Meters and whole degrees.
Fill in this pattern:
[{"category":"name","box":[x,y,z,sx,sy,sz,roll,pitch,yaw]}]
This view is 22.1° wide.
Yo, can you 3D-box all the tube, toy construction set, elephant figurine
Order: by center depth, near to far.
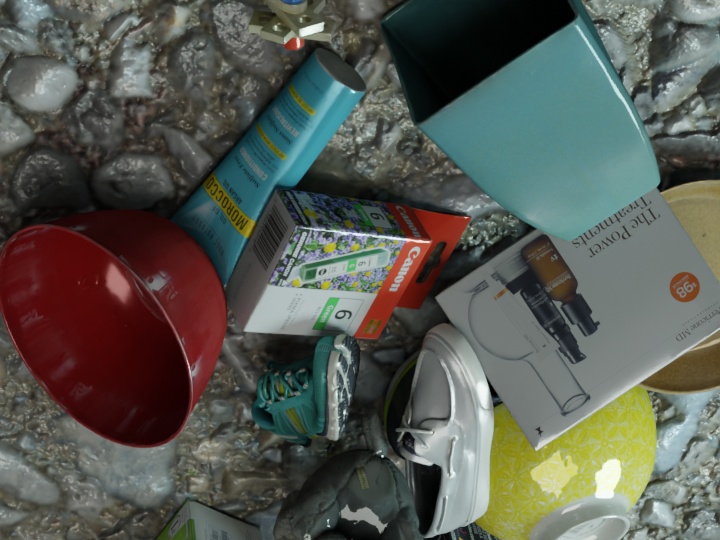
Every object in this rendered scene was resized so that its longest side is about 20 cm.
[{"category":"toy construction set","box":[-0.072,-0.258,1.314,0.130,0.092,0.201,-3,115,-7]},{"category":"tube","box":[-0.073,-0.084,1.451,0.050,0.078,0.200,7,129,-53]},{"category":"elephant figurine","box":[-0.026,0.244,1.559,0.155,0.142,0.200,-31,165,-26]}]

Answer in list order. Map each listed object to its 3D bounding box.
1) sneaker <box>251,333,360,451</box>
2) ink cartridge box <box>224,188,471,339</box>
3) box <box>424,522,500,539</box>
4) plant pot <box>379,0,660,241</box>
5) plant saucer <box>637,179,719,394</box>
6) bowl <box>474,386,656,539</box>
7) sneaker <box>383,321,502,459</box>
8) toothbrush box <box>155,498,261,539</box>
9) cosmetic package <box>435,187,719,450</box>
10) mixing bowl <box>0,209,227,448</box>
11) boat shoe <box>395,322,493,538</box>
[{"category":"sneaker","box":[-0.048,0.105,1.540,0.079,0.078,0.200,16,156,-6]},{"category":"ink cartridge box","box":[0.000,0.000,1.491,0.199,0.050,0.109,6,126,-35]},{"category":"box","box":[0.054,0.305,1.701,0.114,0.133,0.200,28,117,-30]},{"category":"plant pot","box":[0.138,-0.129,1.408,0.141,0.142,0.200,-33,130,15]},{"category":"plant saucer","box":[0.283,0.010,1.572,0.199,0.035,0.202,-4,115,-8]},{"category":"bowl","box":[0.179,0.189,1.612,0.199,0.108,0.201,-15,148,-9]},{"category":"sneaker","box":[0.086,0.094,1.587,0.074,0.081,0.200,22,119,-22]},{"category":"toothbrush box","box":[-0.170,0.335,1.678,0.086,0.146,0.200,25,119,-24]},{"category":"cosmetic package","box":[0.183,0.028,1.495,0.199,0.052,0.151,-34,89,5]},{"category":"mixing bowl","box":[-0.180,0.028,1.457,0.199,0.108,0.201,22,131,27]},{"category":"boat shoe","box":[0.062,0.137,1.524,0.068,0.072,0.201,-26,136,-29]}]
